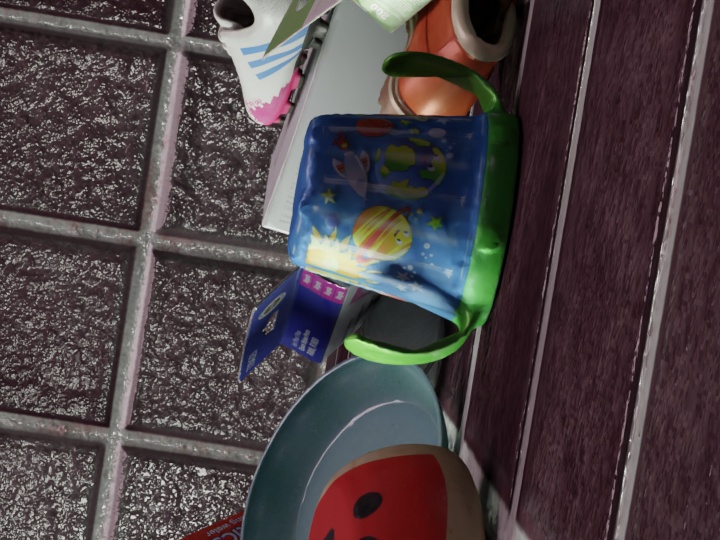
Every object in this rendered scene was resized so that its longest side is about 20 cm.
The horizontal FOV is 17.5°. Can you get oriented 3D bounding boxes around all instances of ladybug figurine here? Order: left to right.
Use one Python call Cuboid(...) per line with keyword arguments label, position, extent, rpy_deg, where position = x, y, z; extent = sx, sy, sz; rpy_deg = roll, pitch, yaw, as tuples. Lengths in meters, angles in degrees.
Cuboid(label="ladybug figurine", position=(0.014, 0.174, 1.283), extent=(0.136, 0.072, 0.200), rpy_deg=(-59, 22, 31))

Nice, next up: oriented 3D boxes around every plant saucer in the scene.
Cuboid(label="plant saucer", position=(-0.004, 0.153, 1.572), extent=(0.200, 0.036, 0.201), rpy_deg=(-33, 43, 37))

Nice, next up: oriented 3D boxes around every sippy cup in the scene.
Cuboid(label="sippy cup", position=(0.024, -0.041, 1.464), extent=(0.178, 0.130, 0.140), rpy_deg=(-86, 5, -54))

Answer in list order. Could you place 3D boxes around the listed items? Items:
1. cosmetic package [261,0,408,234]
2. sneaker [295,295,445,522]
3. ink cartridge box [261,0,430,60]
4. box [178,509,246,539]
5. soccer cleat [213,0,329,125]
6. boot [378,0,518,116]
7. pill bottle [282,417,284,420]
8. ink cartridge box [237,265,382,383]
Cuboid(label="cosmetic package", position=(0.009, -0.137, 1.906), extent=(0.199, 0.122, 0.201), rpy_deg=(-89, 16, -71))
Cuboid(label="sneaker", position=(0.012, 0.107, 1.682), extent=(0.073, 0.072, 0.201), rpy_deg=(68, -138, -65))
Cuboid(label="ink cartridge box", position=(0.026, -0.223, 1.626), extent=(0.200, 0.048, 0.146), rpy_deg=(-36, 22, 44))
Cuboid(label="box", position=(-0.068, 0.235, 1.663), extent=(0.200, 0.100, 0.096), rpy_deg=(-20, -47, -41))
Cuboid(label="soccer cleat", position=(-0.077, -0.183, 1.835), extent=(0.200, 0.086, 0.070), rpy_deg=(120, 167, -63))
Cuboid(label="boot", position=(0.077, -0.179, 1.598), extent=(0.107, 0.075, 0.200), rpy_deg=(-53, 16, 41))
Cuboid(label="pill bottle", position=(-0.044, 0.235, 2.092), extent=(0.112, 0.112, 0.201), rpy_deg=(121, 158, -82))
Cuboid(label="ink cartridge box", position=(0.000, 0.000, 1.669), extent=(0.200, 0.043, 0.196), rpy_deg=(-45, -8, -16))
